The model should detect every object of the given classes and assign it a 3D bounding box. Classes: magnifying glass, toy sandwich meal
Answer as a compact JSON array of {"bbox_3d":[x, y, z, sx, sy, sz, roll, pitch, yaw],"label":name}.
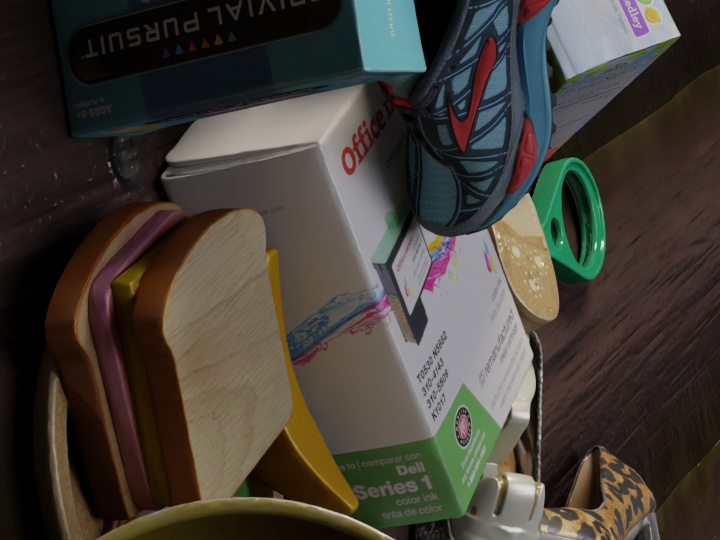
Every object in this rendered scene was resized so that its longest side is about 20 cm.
[{"bbox_3d":[0.113,-0.020,1.374,0.200,0.022,0.080,-29,108,-65],"label":"magnifying glass"},{"bbox_3d":[-0.063,0.067,0.913,0.205,0.070,0.206,32,53,-58],"label":"toy sandwich meal"}]

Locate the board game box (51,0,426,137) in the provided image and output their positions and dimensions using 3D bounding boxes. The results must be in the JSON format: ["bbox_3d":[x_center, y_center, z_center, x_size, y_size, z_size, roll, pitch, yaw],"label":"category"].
[{"bbox_3d":[-0.062,-0.165,0.894,0.047,0.151,0.200,-7,88,-56],"label":"board game box"}]

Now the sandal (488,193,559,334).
[{"bbox_3d":[0.083,-0.074,1.203,0.078,0.070,0.212,14,53,-51],"label":"sandal"}]

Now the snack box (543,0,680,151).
[{"bbox_3d":[0.058,-0.142,1.064,0.169,0.068,0.200,65,-17,6],"label":"snack box"}]

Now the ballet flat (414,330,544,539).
[{"bbox_3d":[0.067,0.103,1.173,0.072,0.072,0.201,41,44,-54],"label":"ballet flat"}]

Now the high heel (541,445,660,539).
[{"bbox_3d":[0.113,0.139,1.302,0.200,0.071,0.143,31,30,-42],"label":"high heel"}]

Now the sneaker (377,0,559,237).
[{"bbox_3d":[0.029,-0.095,0.941,0.095,0.079,0.200,-22,135,-31],"label":"sneaker"}]

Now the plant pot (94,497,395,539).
[{"bbox_3d":[-0.039,0.194,0.819,0.142,0.200,0.201,86,2,-75],"label":"plant pot"}]

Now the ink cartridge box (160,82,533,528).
[{"bbox_3d":[0.000,0.000,1.051,0.200,0.084,0.145,68,27,-24],"label":"ink cartridge box"}]
